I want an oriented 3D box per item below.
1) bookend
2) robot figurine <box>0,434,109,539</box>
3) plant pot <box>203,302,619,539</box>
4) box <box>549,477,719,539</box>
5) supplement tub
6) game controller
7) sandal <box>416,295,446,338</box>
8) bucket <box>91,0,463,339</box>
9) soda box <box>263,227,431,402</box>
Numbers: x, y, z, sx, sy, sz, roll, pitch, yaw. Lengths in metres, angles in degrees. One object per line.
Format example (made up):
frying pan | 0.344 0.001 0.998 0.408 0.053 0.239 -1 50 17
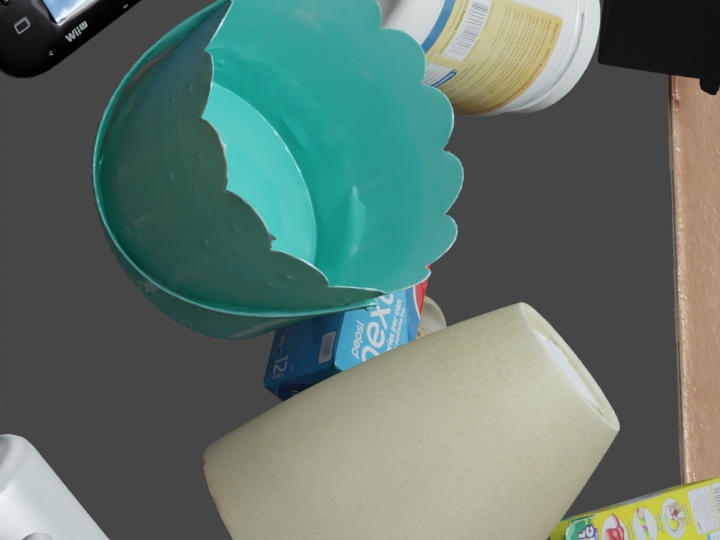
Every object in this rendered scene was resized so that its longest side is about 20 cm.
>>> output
bookend | 0.196 -0.238 1.901 0.200 0.198 0.092 96 3 -60
robot figurine | -0.176 0.163 1.254 0.113 0.169 0.200 -45 107 -24
plant pot | 0.045 0.116 1.451 0.187 0.200 0.187 50 11 -13
box | 0.202 0.221 1.783 0.200 0.048 0.118 -6 82 -54
supplement tub | 0.054 -0.182 1.682 0.200 0.144 0.145 12 67 -48
game controller | -0.155 -0.201 1.462 0.200 0.042 0.105 -41 108 -21
sandal | 0.045 0.109 1.626 0.080 0.054 0.201 14 71 -47
bucket | -0.053 -0.062 1.494 0.207 0.135 0.208 20 57 -35
soda box | 0.000 0.000 1.610 0.068 0.064 0.201 39 49 -35
